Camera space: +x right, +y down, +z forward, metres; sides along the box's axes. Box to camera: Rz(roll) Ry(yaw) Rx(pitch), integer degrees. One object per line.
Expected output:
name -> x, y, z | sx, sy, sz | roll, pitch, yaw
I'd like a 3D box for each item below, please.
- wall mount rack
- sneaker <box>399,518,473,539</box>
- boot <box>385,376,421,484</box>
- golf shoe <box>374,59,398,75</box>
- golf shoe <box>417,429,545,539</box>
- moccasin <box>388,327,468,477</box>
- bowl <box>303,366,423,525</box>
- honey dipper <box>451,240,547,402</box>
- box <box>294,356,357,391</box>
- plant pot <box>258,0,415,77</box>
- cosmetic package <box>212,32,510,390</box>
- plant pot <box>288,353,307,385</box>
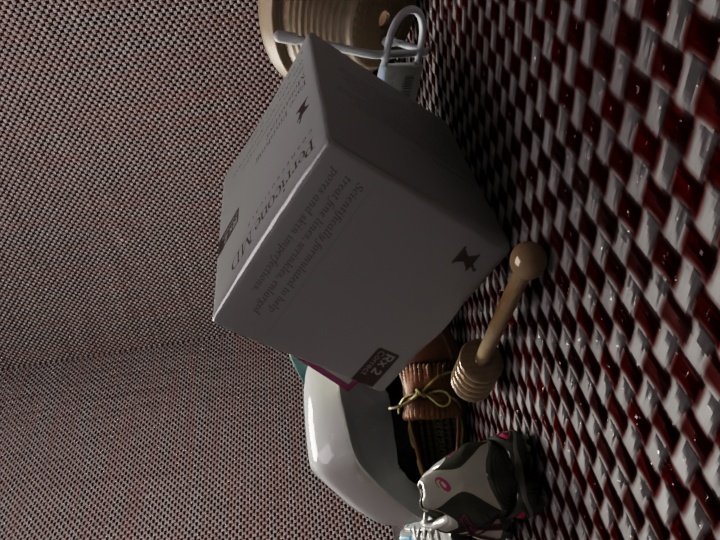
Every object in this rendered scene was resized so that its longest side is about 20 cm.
wall mount rack -> -0.008, -0.159, 0.608 | 0.074, 0.172, 0.205 | 29, 122, 31
sneaker -> 0.093, 0.341, 0.780 | 0.201, 0.084, 0.077 | 93, 171, -67
boot -> 0.059, 0.156, 0.779 | 0.170, 0.075, 0.203 | -98, -17, -56
golf shoe -> 0.027, -0.195, 0.816 | 0.094, 0.075, 0.207 | -156, 58, -86
golf shoe -> 0.086, 0.182, 0.513 | 0.202, 0.085, 0.079 | 85, 174, -59
moccasin -> 0.072, 0.138, 0.647 | 0.078, 0.071, 0.208 | -47, -46, -64
bowl -> -0.006, 0.207, 0.776 | 0.201, 0.073, 0.203 | 52, -162, -38
honey dipper -> 0.099, 0.042, 0.443 | 0.202, 0.037, 0.039 | 95, 167, -59
box -> 0.000, 0.000, 0.733 | 0.096, 0.176, 0.202 | 35, -158, -28
plant pot -> -0.005, -0.281, 0.657 | 0.092, 0.200, 0.204 | 35, 150, 29
cosmetic package -> -0.011, -0.050, 0.509 | 0.166, 0.162, 0.202 | -51, 29, 27
plant pot -> -0.017, 0.115, 0.928 | 0.201, 0.138, 0.144 | 50, -149, -40
